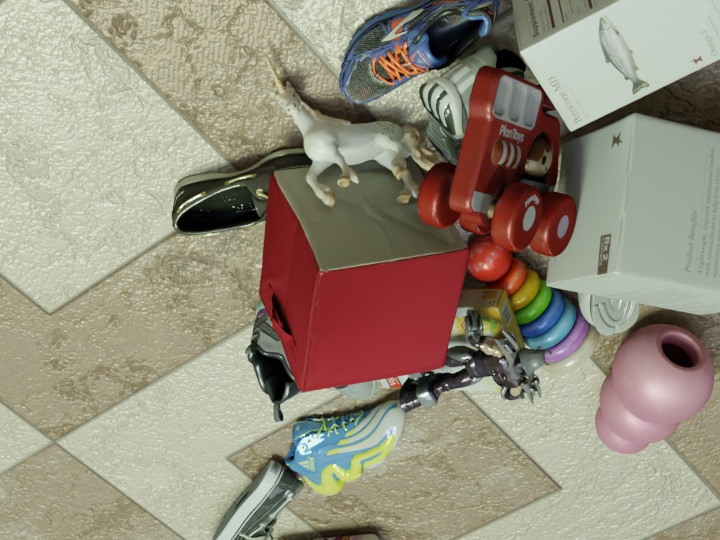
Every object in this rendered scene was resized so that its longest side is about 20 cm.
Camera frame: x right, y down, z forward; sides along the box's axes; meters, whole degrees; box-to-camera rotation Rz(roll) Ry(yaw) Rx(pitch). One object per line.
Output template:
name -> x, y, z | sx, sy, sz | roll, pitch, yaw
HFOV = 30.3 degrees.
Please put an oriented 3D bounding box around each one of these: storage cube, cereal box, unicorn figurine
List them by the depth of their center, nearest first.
unicorn figurine -> -0.016, -0.136, 1.421 | 0.199, 0.138, 0.074 | 9, 136, -30
storage cube -> 0.000, 0.000, 1.462 | 0.199, 0.171, 0.180 | -9, 135, -19
cereal box -> 0.097, 0.085, 1.609 | 0.199, 0.040, 0.144 | 0, 133, 28

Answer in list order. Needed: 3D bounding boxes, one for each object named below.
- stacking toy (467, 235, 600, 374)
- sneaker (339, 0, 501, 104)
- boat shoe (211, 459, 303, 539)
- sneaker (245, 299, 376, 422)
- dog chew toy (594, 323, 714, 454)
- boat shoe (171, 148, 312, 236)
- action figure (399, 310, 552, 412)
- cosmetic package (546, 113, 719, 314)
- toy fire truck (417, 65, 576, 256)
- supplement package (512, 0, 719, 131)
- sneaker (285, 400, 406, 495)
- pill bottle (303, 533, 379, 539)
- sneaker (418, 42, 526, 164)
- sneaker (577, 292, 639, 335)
stacking toy -> 0.198, 0.031, 1.584 | 0.085, 0.086, 0.200 | -32, 116, 25
sneaker -> 0.057, -0.232, 1.356 | 0.200, 0.079, 0.075 | -34, 121, 26
boat shoe -> -0.146, 0.346, 1.849 | 0.068, 0.074, 0.200 | 34, 115, -7
sneaker -> -0.069, 0.134, 1.619 | 0.200, 0.140, 0.078 | 41, 137, -25
dog chew toy -> 0.356, 0.158, 1.657 | 0.124, 0.125, 0.200 | 13, 137, -10
boat shoe -> -0.117, -0.082, 1.496 | 0.200, 0.061, 0.072 | -13, 128, 12
action figure -> 0.129, 0.107, 1.537 | 0.199, 0.069, 0.131 | -10, 120, 30
cosmetic package -> 0.324, -0.052, 1.394 | 0.199, 0.166, 0.165 | 11, 171, -16
toy fire truck -> 0.154, -0.111, 1.342 | 0.112, 0.200, 0.169 | 19, 97, 32
supplement package -> 0.265, -0.250, 1.312 | 0.199, 0.118, 0.117 | -26, 127, 21
sneaker -> -0.028, 0.223, 1.743 | 0.105, 0.076, 0.200 | 28, 126, -20
pill bottle -> -0.068, 0.441, 1.902 | 0.199, 0.113, 0.113 | -7, 130, 6
sneaker -> 0.129, -0.172, 1.392 | 0.115, 0.075, 0.200 | -41, 165, -5
sneaker -> 0.278, -0.029, 1.530 | 0.076, 0.081, 0.201 | -2, 111, -13
